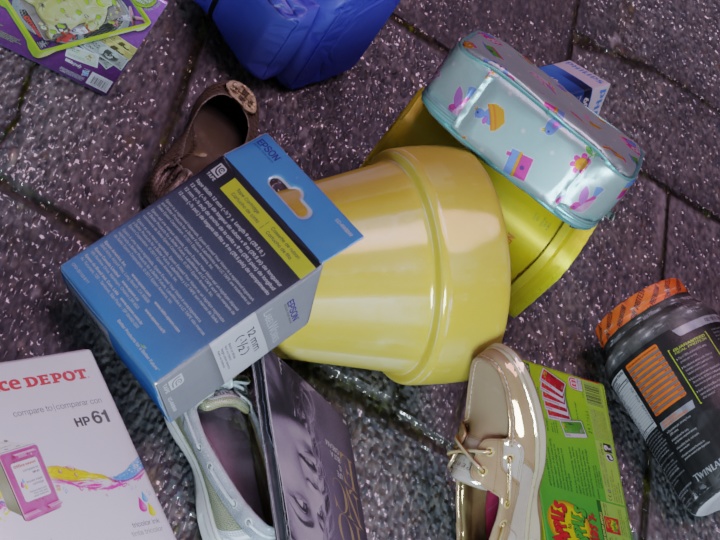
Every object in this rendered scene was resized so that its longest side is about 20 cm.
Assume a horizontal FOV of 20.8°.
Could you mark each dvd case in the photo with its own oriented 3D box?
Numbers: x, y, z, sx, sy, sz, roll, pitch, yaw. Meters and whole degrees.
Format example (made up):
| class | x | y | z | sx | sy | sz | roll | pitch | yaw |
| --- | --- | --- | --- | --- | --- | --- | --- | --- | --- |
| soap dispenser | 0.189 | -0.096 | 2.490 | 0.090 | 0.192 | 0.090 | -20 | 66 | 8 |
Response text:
| class | x | y | z | sx | sy | sz | roll | pitch | yaw |
| --- | --- | --- | --- | --- | --- | --- | --- | --- | --- |
| dvd case | -0.034 | 0.172 | 1.525 | 0.149 | 0.016 | 0.202 | 46 | 27 | -50 |

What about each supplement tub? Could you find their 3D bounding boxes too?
| class | x | y | z | sx | sy | sz | roll | pitch | yaw |
| --- | --- | --- | --- | --- | --- | --- | --- | --- | --- |
| supplement tub | 0.310 | 0.116 | 1.826 | 0.122 | 0.123 | 0.201 | -11 | 64 | -44 |

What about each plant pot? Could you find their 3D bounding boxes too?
| class | x | y | z | sx | sy | sz | roll | pitch | yaw |
| --- | --- | --- | --- | --- | --- | --- | --- | --- | --- |
| plant pot | 0.000 | 0.000 | 1.637 | 0.187 | 0.201 | 0.202 | -5 | 57 | -22 |

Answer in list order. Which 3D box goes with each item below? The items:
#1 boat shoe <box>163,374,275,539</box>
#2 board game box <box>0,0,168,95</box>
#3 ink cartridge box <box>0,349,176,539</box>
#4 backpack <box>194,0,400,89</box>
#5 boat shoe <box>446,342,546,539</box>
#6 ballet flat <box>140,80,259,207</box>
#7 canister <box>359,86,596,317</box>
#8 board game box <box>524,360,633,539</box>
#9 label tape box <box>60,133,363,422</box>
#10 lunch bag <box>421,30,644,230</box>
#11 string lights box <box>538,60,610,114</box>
| class | x | y | z | sx | sy | sz | roll | pitch | yaw |
| --- | --- | --- | --- | --- | --- | --- | --- | --- | --- |
| boat shoe | -0.103 | 0.130 | 1.522 | 0.074 | 0.065 | 0.204 | 9 | 51 | -33 |
| board game box | -0.275 | -0.236 | 1.656 | 0.199 | 0.120 | 0.033 | 26 | 43 | -21 |
| ink cartridge box | -0.227 | 0.165 | 1.376 | 0.144 | 0.085 | 0.201 | -8 | 60 | -42 |
| backpack | -0.077 | -0.294 | 1.836 | 0.167 | 0.163 | 0.201 | -21 | 71 | -43 |
| boat shoe | 0.106 | 0.162 | 1.596 | 0.069 | 0.073 | 0.202 | -14 | 108 | -32 |
| ballet flat | -0.133 | -0.113 | 1.722 | 0.067 | 0.046 | 0.200 | 39 | 40 | -5 |
| canister | 0.101 | -0.063 | 1.792 | 0.199 | 0.149 | 0.087 | 37 | 61 | -3 |
| board game box | 0.177 | 0.182 | 1.719 | 0.101 | 0.048 | 0.201 | 17 | 46 | -27 |
| label tape box | -0.112 | 0.002 | 1.525 | 0.199 | 0.066 | 0.143 | -34 | 57 | -15 |
| lunch bag | 0.152 | -0.121 | 1.691 | 0.199 | 0.077 | 0.160 | 39 | 16 | 1 |
| string lights box | 0.155 | -0.137 | 1.925 | 0.059 | 0.104 | 0.199 | 34 | 33 | 30 |
